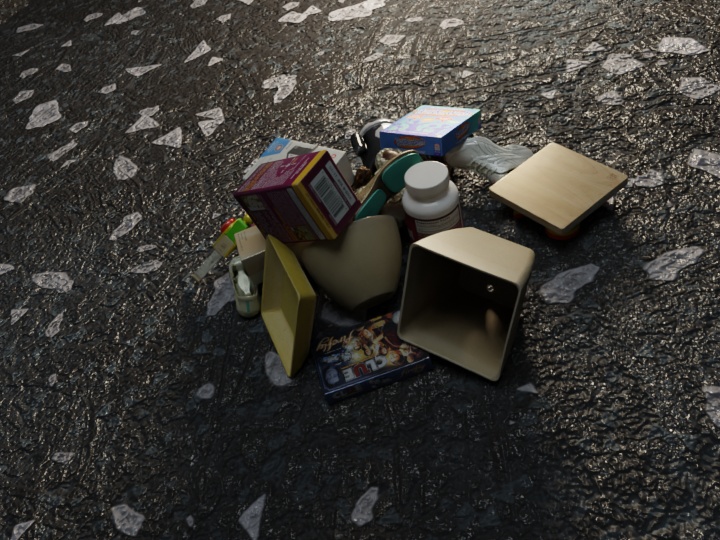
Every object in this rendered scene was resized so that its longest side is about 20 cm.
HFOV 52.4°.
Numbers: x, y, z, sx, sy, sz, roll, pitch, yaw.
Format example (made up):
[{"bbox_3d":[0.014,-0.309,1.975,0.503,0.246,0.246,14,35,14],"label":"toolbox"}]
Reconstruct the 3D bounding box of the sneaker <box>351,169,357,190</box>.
[{"bbox_3d":[-0.070,-0.202,1.717,0.199,0.075,0.079,4,23,24],"label":"sneaker"}]

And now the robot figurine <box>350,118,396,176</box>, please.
[{"bbox_3d":[0.063,-0.268,1.690,0.124,0.150,0.201,-28,42,10],"label":"robot figurine"}]

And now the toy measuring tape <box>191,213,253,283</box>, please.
[{"bbox_3d":[-0.292,-0.052,1.598,0.200,0.073,0.074,-47,39,19],"label":"toy measuring tape"}]

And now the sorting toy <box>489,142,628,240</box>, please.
[{"bbox_3d":[0.406,-0.155,1.510,0.198,0.070,0.200,-35,46,-19],"label":"sorting toy"}]

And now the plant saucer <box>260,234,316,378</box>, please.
[{"bbox_3d":[-0.134,0.063,1.379,0.048,0.201,0.200,-8,39,-22],"label":"plant saucer"}]

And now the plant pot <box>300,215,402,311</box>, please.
[{"bbox_3d":[0.000,0.000,1.414,0.199,0.200,0.135,-21,77,-5],"label":"plant pot"}]

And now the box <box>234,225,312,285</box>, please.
[{"bbox_3d":[-0.146,-0.058,1.486,0.199,0.078,0.095,-23,44,-3],"label":"box"}]

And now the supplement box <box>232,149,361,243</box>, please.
[{"bbox_3d":[-0.118,-0.131,1.358,0.199,0.131,0.103,-1,43,45],"label":"supplement box"}]

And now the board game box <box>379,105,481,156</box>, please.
[{"bbox_3d":[0.156,-0.310,1.604,0.151,0.045,0.200,11,32,30],"label":"board game box"}]

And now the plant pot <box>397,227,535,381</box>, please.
[{"bbox_3d":[0.201,0.034,1.286,0.199,0.201,0.177,22,36,23],"label":"plant pot"}]

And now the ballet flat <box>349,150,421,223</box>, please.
[{"bbox_3d":[0.037,-0.165,1.438,0.200,0.071,0.065,-47,36,-13],"label":"ballet flat"}]

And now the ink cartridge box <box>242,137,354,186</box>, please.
[{"bbox_3d":[-0.136,-0.204,1.620,0.199,0.084,0.145,17,58,30],"label":"ink cartridge box"}]

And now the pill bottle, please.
[{"bbox_3d":[0.144,-0.112,1.450,0.112,0.201,0.113,-9,43,8],"label":"pill bottle"}]

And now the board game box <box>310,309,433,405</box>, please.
[{"bbox_3d":[0.017,0.153,1.339,0.199,0.035,0.136,-19,43,-3],"label":"board game box"}]

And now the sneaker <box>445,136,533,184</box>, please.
[{"bbox_3d":[0.284,-0.230,1.600,0.198,0.078,0.100,5,55,0],"label":"sneaker"}]

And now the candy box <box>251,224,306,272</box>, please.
[{"bbox_3d":[-0.154,-0.078,1.610,0.136,0.061,0.200,-32,45,-14],"label":"candy box"}]

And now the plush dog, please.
[{"bbox_3d":[0.039,-0.141,1.573,0.171,0.160,0.201,-3,62,41],"label":"plush dog"}]

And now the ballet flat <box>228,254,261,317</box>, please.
[{"bbox_3d":[-0.245,0.012,1.543,0.069,0.070,0.201,-19,43,-3],"label":"ballet flat"}]

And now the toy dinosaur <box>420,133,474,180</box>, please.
[{"bbox_3d":[0.177,-0.289,1.704,0.135,0.086,0.200,-25,46,-12],"label":"toy dinosaur"}]
